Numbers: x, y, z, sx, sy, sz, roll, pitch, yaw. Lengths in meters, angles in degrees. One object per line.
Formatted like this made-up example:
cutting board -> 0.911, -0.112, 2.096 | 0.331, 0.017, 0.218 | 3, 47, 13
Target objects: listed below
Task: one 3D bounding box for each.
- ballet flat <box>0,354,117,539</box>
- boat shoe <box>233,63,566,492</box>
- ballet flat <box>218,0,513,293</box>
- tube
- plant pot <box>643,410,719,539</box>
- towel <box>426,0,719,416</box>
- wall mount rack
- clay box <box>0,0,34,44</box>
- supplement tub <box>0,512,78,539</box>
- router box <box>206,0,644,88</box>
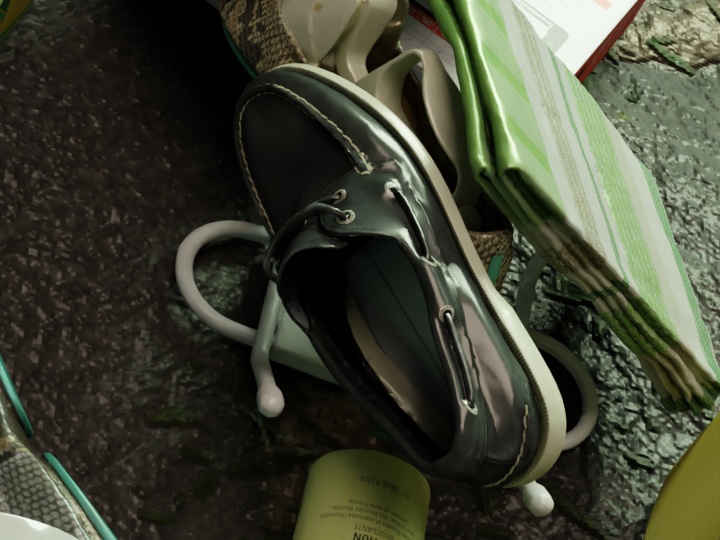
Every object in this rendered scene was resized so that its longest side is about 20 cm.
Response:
ballet flat -> -0.141, 0.080, 0.920 | 0.072, 0.072, 0.201 | -17, 62, -35
boat shoe -> -0.001, 0.002, 0.937 | 0.066, 0.074, 0.200 | -9, 63, -48
ballet flat -> 0.009, -0.070, 1.010 | 0.067, 0.075, 0.201 | -10, 54, -34
tube -> -0.011, 0.162, 0.921 | 0.058, 0.052, 0.201 | -7, 48, 24
plant pot -> 0.219, 0.112, 0.938 | 0.200, 0.200, 0.176 | 40, 29, 9
towel -> 0.086, -0.039, 1.035 | 0.200, 0.031, 0.150 | 44, 24, -44
wall mount rack -> 0.019, 0.031, 1.022 | 0.199, 0.075, 0.175 | 20, 47, -9
clay box -> -0.181, -0.180, 1.118 | 0.114, 0.048, 0.200 | 30, 47, -1
supplement tub -> -0.133, 0.192, 0.766 | 0.144, 0.146, 0.201 | 10, 50, -19
router box -> 0.028, -0.151, 1.196 | 0.200, 0.049, 0.180 | 37, 46, 6
